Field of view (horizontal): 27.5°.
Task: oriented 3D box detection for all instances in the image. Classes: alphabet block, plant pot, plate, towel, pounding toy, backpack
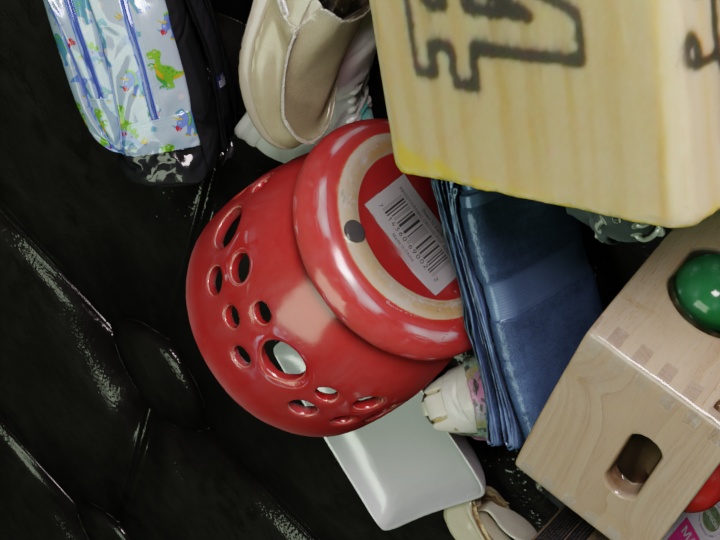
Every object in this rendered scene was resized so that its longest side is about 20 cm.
[{"bbox_3d":[0.128,-0.159,0.720,0.196,0.195,0.201,17,126,47],"label":"alphabet block"},{"bbox_3d":[0.000,0.000,1.065,0.201,0.200,0.182,54,138,-1],"label":"plant pot"},{"bbox_3d":[0.019,0.121,1.287,0.200,0.032,0.200,58,148,3],"label":"plate"},{"bbox_3d":[0.111,0.013,0.976,0.048,0.111,0.201,-3,106,49],"label":"towel"},{"bbox_3d":[0.205,0.069,0.865,0.142,0.184,0.200,36,145,14],"label":"pounding toy"},{"bbox_3d":[-0.171,-0.185,1.142,0.153,0.163,0.201,2,118,5],"label":"backpack"}]

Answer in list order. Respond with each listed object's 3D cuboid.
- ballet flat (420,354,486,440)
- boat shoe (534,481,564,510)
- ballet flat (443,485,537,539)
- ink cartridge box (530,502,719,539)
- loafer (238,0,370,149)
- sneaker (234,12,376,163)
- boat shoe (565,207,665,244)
[{"bbox_3d":[0.081,0.098,1.102,0.200,0.071,0.070,99,163,-79],"label":"ballet flat"},{"bbox_3d":[0.140,0.103,1.091,0.062,0.073,0.201,17,137,40],"label":"boat shoe"},{"bbox_3d":[0.148,0.263,1.247,0.200,0.069,0.070,49,148,7],"label":"ballet flat"},{"bbox_3d":[0.214,0.244,1.044,0.075,0.165,0.201,-18,107,54],"label":"ink cartridge box"},{"bbox_3d":[-0.030,-0.163,0.945,0.068,0.076,0.201,24,128,27],"label":"loafer"},{"bbox_3d":[-0.016,-0.130,1.086,0.088,0.075,0.200,38,150,-9],"label":"sneaker"},{"bbox_3d":[0.164,-0.051,0.868,0.062,0.073,0.200,50,175,-1],"label":"boat shoe"}]
